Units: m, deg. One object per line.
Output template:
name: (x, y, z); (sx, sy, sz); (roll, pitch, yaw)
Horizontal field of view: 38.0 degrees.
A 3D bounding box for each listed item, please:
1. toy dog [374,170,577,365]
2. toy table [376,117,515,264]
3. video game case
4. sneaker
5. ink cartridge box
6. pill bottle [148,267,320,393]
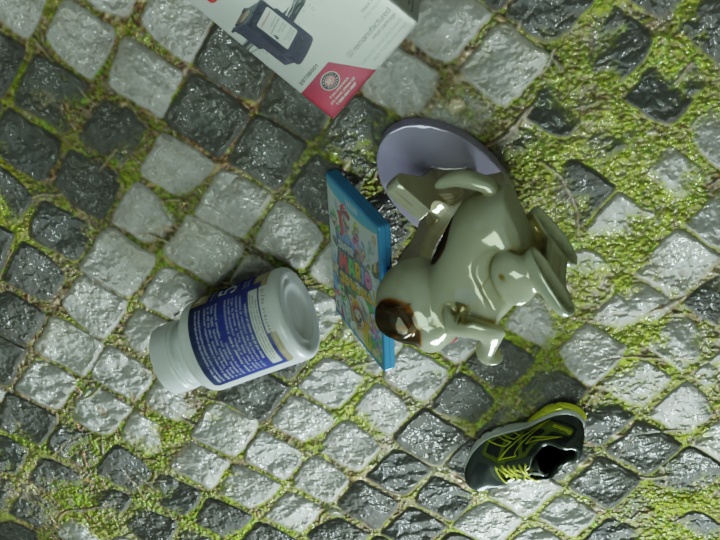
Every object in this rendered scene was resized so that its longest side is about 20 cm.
toy dog: (0.104, 0.013, 1.099); (0.199, 0.141, 0.194); (-34, 116, 27)
toy table: (0.100, -0.070, 1.194); (0.198, 0.118, 0.185); (27, 123, -14)
video game case: (0.000, 0.000, 1.243); (0.018, 0.143, 0.203); (-17, 126, -19)
sneaker: (0.219, 0.252, 1.419); (0.074, 0.085, 0.199); (41, 118, -20)
ink cartridge box: (-0.057, -0.283, 1.083); (0.199, 0.085, 0.145); (36, 120, -18)
pill bottle: (-0.162, 0.083, 1.321); (0.197, 0.120, 0.121); (-20, 120, 18)
